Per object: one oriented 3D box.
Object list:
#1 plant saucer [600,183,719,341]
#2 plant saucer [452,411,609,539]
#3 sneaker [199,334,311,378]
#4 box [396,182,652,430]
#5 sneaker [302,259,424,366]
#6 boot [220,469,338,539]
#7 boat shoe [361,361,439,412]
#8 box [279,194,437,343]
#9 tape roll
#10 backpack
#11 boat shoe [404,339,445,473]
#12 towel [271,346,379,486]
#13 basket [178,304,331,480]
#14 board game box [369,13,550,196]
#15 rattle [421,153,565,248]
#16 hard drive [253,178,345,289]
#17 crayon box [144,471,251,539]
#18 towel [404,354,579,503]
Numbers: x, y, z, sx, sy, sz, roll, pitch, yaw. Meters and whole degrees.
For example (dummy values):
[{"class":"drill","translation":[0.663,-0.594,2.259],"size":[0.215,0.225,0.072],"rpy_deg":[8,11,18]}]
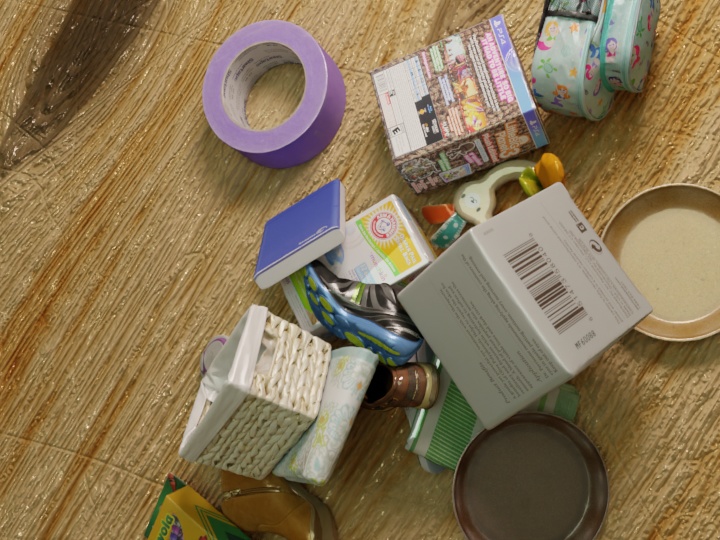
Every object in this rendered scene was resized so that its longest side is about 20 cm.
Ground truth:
[{"class":"plant saucer","translation":[0.403,-0.009,1.217],"size":[0.198,0.035,0.203],"rpy_deg":[-4,79,19]},{"class":"plant saucer","translation":[0.211,0.276,1.203],"size":[0.198,0.032,0.203],"rpy_deg":[0,89,-3]},{"class":"sneaker","translation":[-0.148,0.129,1.357],"size":[0.199,0.099,0.076],"rpy_deg":[-15,61,40]},{"class":"box","translation":[0.196,0.041,1.150],"size":[0.200,0.199,0.171],"rpy_deg":[55,138,9]},{"class":"sneaker","translation":[0.003,0.047,1.224],"size":[0.199,0.071,0.083],"rpy_deg":[33,54,29]},{"class":"boot","translation":[-0.116,0.344,1.317],"size":[0.143,0.071,0.203],"rpy_deg":[-24,69,19]},{"class":"boat shoe","translation":[0.025,0.145,1.245],"size":[0.200,0.067,0.073],"rpy_deg":[-14,69,62]},{"class":"box","translation":[0.000,0.000,1.315],"size":[0.199,0.101,0.113],"rpy_deg":[-30,73,11]},{"class":"tape roll","translation":[-0.127,-0.258,1.414],"size":[0.198,0.085,0.202],"rpy_deg":[-4,79,19]},{"class":"backpack","translation":[0.298,-0.295,1.231],"size":[0.149,0.177,0.202],"rpy_deg":[21,91,25]},{"class":"boat shoe","translation":[0.088,0.167,1.282],"size":[0.065,0.073,0.202],"rpy_deg":[-4,84,49]},{"class":"towel","translation":[-0.048,0.187,1.221],"size":[0.048,0.200,0.173],"rpy_deg":[24,73,-13]},{"class":"basket","translation":[-0.133,0.163,1.225],"size":[0.122,0.200,0.136],"rpy_deg":[24,46,-13]},{"class":"board game box","translation":[0.132,-0.221,1.298],"size":[0.198,0.097,0.161],"rpy_deg":[-20,63,14]},{"class":"rattle","translation":[0.168,-0.087,1.259],"size":[0.198,0.143,0.132],"rpy_deg":[1,97,13]},{"class":"hard drive","translation":[-0.080,-0.055,1.314],"size":[0.131,0.200,0.025],"rpy_deg":[-31,110,11]},{"class":"crayon box","translation":[-0.228,0.392,1.329],"size":[0.199,0.051,0.128],"rpy_deg":[34,113,22]},{"class":"towel","translation":[0.170,0.193,1.230],"size":[0.198,0.023,0.154],"rpy_deg":[19,87,-4]}]
